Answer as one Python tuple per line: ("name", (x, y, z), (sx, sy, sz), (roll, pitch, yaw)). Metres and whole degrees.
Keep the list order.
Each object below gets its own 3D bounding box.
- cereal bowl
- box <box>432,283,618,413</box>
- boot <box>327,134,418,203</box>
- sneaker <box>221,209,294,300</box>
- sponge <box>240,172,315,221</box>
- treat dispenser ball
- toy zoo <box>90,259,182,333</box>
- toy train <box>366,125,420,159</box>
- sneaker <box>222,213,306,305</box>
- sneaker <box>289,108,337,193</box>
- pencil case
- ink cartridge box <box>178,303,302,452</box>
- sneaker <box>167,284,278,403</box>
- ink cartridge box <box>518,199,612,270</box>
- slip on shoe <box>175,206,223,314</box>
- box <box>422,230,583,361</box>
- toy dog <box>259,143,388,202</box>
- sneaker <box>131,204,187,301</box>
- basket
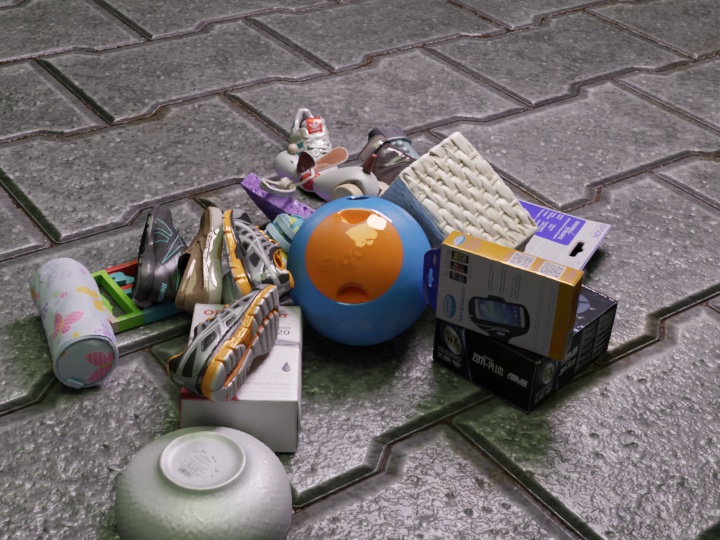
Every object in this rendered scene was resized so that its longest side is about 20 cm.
("cereal bowl", (-0.172, 0.239, 1.256), (0.199, 0.084, 0.200), (3, 33, -2))
("box", (0.222, 0.080, 1.536), (0.163, 0.086, 0.200), (29, 41, 33))
("boot", (0.052, -0.100, 1.733), (0.174, 0.201, 0.069), (32, 5, 25))
("sneaker", (-0.140, -0.017, 1.519), (0.077, 0.079, 0.200), (-13, 40, -7))
("sponge", (-0.090, -0.073, 1.724), (0.200, 0.112, 0.030), (33, 77, 37))
("treat dispenser ball", (0.000, 0.000, 1.532), (0.200, 0.202, 0.201), (3, 33, -2))
("toy zoo", (-0.292, 0.022, 1.635), (0.199, 0.021, 0.131), (-19, 39, -31))
("toy train", (0.065, -0.152, 1.853), (0.085, 0.114, 0.200), (-9, 35, -18))
("sneaker", (-0.124, -0.012, 1.595), (0.079, 0.130, 0.200), (41, 25, -23))
("sneaker", (-0.082, -0.207, 1.941), (0.070, 0.094, 0.200), (-6, 34, -14))
("pencil case", (-0.380, 0.067, 1.497), (0.091, 0.083, 0.200), (-43, 40, 5))
("ink cartridge box", (-0.146, 0.130, 1.425), (0.145, 0.085, 0.200), (2, 31, -3))
("sneaker", (-0.156, 0.076, 1.351), (0.077, 0.079, 0.200), (9, 32, 21))
("ink cartridge box", (0.264, -0.039, 1.762), (0.199, 0.044, 0.198), (17, 35, 24))
("slip on shoe", (-0.221, -0.015, 1.564), (0.060, 0.076, 0.201), (4, 46, -10))
("box", (0.173, 0.028, 1.424), (0.199, 0.119, 0.041), (21, 40, 24))
("toy dog", (-0.042, -0.149, 1.688), (0.199, 0.097, 0.132), (19, 20, 10))
("sneaker", (-0.280, -0.019, 1.631), (0.079, 0.076, 0.200), (12, 38, -13))
("basket", (0.140, -0.079, 1.610), (0.135, 0.123, 0.200), (-37, 85, -18))
